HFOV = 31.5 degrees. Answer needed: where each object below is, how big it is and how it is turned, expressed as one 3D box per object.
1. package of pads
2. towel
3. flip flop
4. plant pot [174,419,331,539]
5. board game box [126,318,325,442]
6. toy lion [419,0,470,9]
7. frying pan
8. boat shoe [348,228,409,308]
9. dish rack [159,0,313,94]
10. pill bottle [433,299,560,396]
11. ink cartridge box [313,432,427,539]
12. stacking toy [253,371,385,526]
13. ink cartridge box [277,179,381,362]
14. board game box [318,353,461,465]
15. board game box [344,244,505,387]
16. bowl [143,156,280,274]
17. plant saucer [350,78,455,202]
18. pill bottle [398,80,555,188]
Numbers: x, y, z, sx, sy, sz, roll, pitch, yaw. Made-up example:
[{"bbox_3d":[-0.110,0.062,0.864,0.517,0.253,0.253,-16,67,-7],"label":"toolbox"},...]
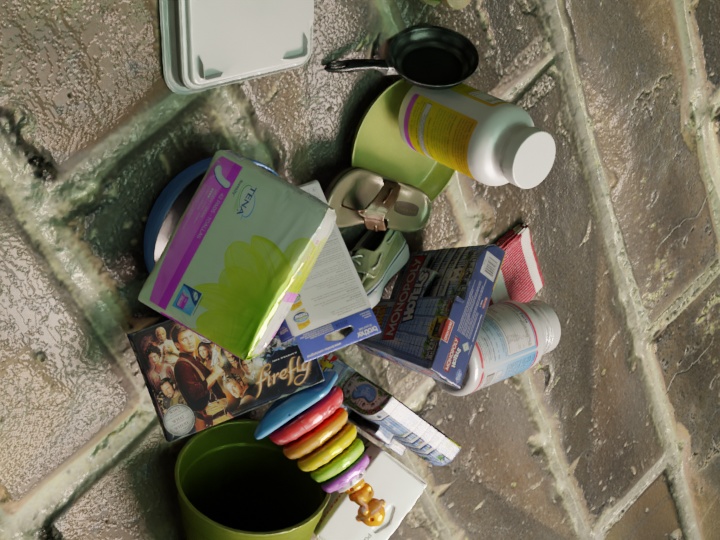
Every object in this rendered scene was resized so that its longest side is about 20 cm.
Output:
[{"bbox_3d":[-0.134,-0.015,1.434,0.200,0.154,0.068,-62,172,3],"label":"package of pads"},{"bbox_3d":[0.198,0.037,1.927,0.200,0.023,0.144,-40,135,-19],"label":"towel"},{"bbox_3d":[0.028,-0.080,1.633,0.200,0.058,0.081,9,106,-45],"label":"flip flop"},{"bbox_3d":[-0.148,0.333,1.666,0.200,0.200,0.193,-19,136,-34],"label":"plant pot"},{"bbox_3d":[-0.158,0.103,1.511,0.199,0.035,0.136,-21,93,-15],"label":"board game box"},{"bbox_3d":[0.149,-0.446,1.592,0.200,0.069,0.192,-29,122,-28],"label":"toy lion"},{"bbox_3d":[0.062,-0.248,1.581,0.190,0.115,0.031,-30,149,-26],"label":"frying pan"},{"bbox_3d":[0.000,0.000,1.669,0.200,0.072,0.062,-51,126,-50],"label":"boat shoe"},{"bbox_3d":[-0.128,-0.288,1.429,0.200,0.043,0.172,-20,124,-35],"label":"dish rack"},{"bbox_3d":[0.197,0.106,1.868,0.200,0.109,0.109,-16,123,-38],"label":"pill bottle"},{"bbox_3d":[-0.007,0.309,1.752,0.084,0.200,0.145,39,83,-12],"label":"ink cartridge box"},{"bbox_3d":[-0.030,0.233,1.586,0.116,0.110,0.200,-35,93,11],"label":"stacking toy"},{"bbox_3d":[-0.066,0.003,1.509,0.119,0.042,0.200,-20,82,-34],"label":"ink cartridge box"},{"bbox_3d":[0.008,0.184,1.738,0.200,0.200,0.062,38,84,-33],"label":"board game box"},{"bbox_3d":[0.077,0.054,1.716,0.062,0.200,0.200,35,65,-34],"label":"board game box"},{"bbox_3d":[-0.171,-0.043,1.528,0.200,0.039,0.201,-21,125,-34],"label":"bowl"},{"bbox_3d":[0.058,-0.167,1.678,0.200,0.031,0.201,-22,126,-33],"label":"plant saucer"},{"bbox_3d":[0.146,-0.169,1.588,0.104,0.200,0.105,-21,125,-33],"label":"pill bottle"}]
